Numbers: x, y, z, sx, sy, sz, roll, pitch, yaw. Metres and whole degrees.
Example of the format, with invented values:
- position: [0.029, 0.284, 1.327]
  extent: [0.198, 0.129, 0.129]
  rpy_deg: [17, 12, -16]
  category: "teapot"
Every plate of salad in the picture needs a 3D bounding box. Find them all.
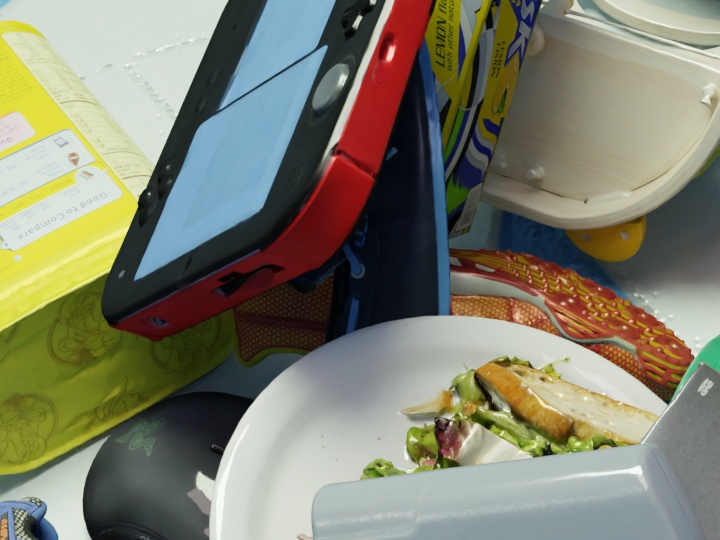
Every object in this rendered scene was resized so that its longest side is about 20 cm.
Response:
- position: [0.046, 0.094, 0.861]
  extent: [0.199, 0.048, 0.201]
  rpy_deg: [6, 54, -9]
  category: "plate of salad"

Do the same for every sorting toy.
- position: [0.111, -0.101, 1.125]
  extent: [0.199, 0.107, 0.180]
  rpy_deg: [21, 36, 24]
  category: "sorting toy"

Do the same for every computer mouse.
- position: [-0.029, 0.093, 0.996]
  extent: [0.199, 0.053, 0.139]
  rpy_deg: [14, 53, 24]
  category: "computer mouse"

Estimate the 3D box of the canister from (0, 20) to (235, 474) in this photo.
- position: [-0.159, -0.018, 1.109]
  extent: [0.148, 0.087, 0.200]
  rpy_deg: [-29, 46, -15]
  category: "canister"

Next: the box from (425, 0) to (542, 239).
- position: [0.034, -0.113, 1.015]
  extent: [0.070, 0.201, 0.064]
  rpy_deg: [25, 20, 21]
  category: "box"

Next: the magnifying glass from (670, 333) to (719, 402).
- position: [0.160, 0.036, 1.002]
  extent: [0.022, 0.080, 0.200]
  rpy_deg: [20, 44, 22]
  category: "magnifying glass"

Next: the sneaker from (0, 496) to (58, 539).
- position: [-0.111, 0.150, 0.949]
  extent: [0.078, 0.076, 0.200]
  rpy_deg: [-33, 50, -23]
  category: "sneaker"

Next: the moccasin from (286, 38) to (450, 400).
- position: [0.000, 0.000, 0.950]
  extent: [0.068, 0.080, 0.201]
  rpy_deg: [-1, 81, -2]
  category: "moccasin"

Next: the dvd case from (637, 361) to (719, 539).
- position: [0.155, 0.139, 0.805]
  extent: [0.200, 0.016, 0.149]
  rpy_deg: [34, 65, 15]
  category: "dvd case"

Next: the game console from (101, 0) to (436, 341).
- position: [-0.033, -0.067, 0.950]
  extent: [0.031, 0.200, 0.178]
  rpy_deg: [26, 67, -22]
  category: "game console"

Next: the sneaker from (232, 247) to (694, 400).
- position: [0.043, 0.030, 1.040]
  extent: [0.199, 0.078, 0.073]
  rpy_deg: [12, 15, 6]
  category: "sneaker"

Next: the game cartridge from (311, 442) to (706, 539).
- position: [0.062, 0.159, 0.769]
  extent: [0.133, 0.040, 0.201]
  rpy_deg: [-10, 90, 18]
  category: "game cartridge"
